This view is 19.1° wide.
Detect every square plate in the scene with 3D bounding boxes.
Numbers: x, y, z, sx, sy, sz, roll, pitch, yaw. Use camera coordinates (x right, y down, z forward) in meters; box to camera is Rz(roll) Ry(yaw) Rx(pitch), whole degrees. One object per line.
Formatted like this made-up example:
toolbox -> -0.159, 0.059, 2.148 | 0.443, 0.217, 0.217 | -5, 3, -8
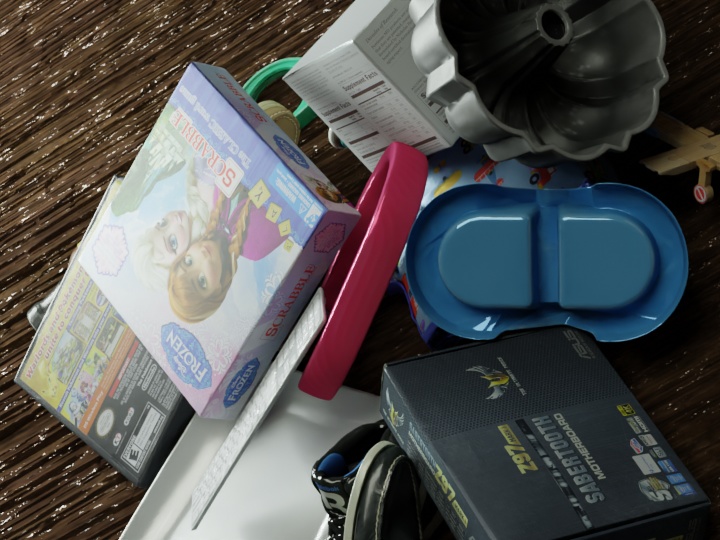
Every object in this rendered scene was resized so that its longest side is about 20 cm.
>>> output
square plate -> -0.076, 0.169, 1.635 | 0.198, 0.028, 0.200 | 15, 67, 44

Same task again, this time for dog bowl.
dog bowl -> 0.133, -0.009, 1.519 | 0.199, 0.050, 0.112 | 0, 98, 12

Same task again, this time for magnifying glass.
magnifying glass -> -0.023, -0.168, 1.852 | 0.200, 0.022, 0.080 | -20, 50, 22

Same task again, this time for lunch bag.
lunch bag -> 0.094, -0.040, 1.634 | 0.200, 0.094, 0.151 | -35, 47, 16

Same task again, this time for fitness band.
fitness band -> 0.000, 0.000, 1.593 | 0.144, 0.037, 0.200 | -91, 23, -79

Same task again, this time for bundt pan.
bundt pan -> 0.117, -0.161, 1.524 | 0.076, 0.202, 0.202 | -29, 39, 54

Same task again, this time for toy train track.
toy train track -> 0.230, -0.094, 1.601 | 0.114, 0.033, 0.200 | -18, 35, -30

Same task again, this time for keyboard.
keyboard -> -0.077, 0.104, 1.591 | 0.200, 0.011, 0.056 | -58, 9, 19

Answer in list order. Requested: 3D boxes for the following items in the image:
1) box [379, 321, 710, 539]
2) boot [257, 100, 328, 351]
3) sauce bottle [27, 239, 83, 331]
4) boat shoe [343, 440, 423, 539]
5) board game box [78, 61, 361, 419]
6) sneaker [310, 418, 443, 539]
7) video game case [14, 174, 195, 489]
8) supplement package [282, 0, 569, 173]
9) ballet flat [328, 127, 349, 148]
box -> 0.122, 0.126, 1.462 | 0.157, 0.051, 0.200 | -12, 41, -19
boot -> -0.068, -0.037, 1.754 | 0.154, 0.072, 0.200 | 18, 75, 42
sauce bottle -> -0.204, -0.017, 1.837 | 0.200, 0.065, 0.065 | -44, 45, 7
boat shoe -> 0.029, 0.218, 1.458 | 0.066, 0.074, 0.200 | 7, 92, 34
board game box -> -0.114, -0.024, 1.657 | 0.200, 0.041, 0.200 | 47, 115, 35
sneaker -> -0.011, 0.194, 1.518 | 0.073, 0.112, 0.200 | 9, 64, 41
video game case -> -0.184, 0.048, 1.751 | 0.181, 0.025, 0.200 | 34, 101, 37
supplement package -> 0.063, -0.190, 1.646 | 0.200, 0.111, 0.156 | -48, 12, -19
ballet flat -> 0.036, -0.174, 1.759 | 0.200, 0.070, 0.069 | -39, 43, -17
